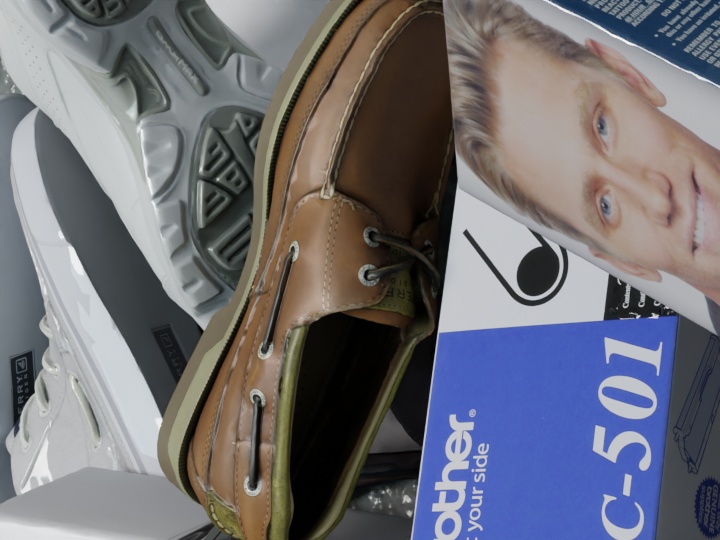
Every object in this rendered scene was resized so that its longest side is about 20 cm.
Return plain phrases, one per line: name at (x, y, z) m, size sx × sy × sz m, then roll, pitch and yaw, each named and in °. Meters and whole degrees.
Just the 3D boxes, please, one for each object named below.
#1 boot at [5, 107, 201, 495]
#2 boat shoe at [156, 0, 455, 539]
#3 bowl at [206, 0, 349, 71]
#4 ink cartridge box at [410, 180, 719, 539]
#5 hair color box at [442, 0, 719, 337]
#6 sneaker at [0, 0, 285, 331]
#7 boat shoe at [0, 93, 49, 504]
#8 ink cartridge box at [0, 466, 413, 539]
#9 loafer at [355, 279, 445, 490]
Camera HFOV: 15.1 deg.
boot at (-0.111, 0.040, 1.062) m, size 0.095 × 0.073 × 0.200 m, roll -31°, pitch 75°, yaw 31°
boat shoe at (0.000, 0.000, 0.899) m, size 0.068 × 0.072 × 0.200 m, roll 34°, pitch 111°, yaw 49°
bowl at (-0.060, -0.149, 0.959) m, size 0.200 × 0.075 × 0.200 m, roll 20°, pitch 140°, yaw 41°
ink cartridge box at (0.074, 0.013, 0.859) m, size 0.094 × 0.044 × 0.200 m, roll -5°, pitch 70°, yaw 39°
hair color box at (0.116, -0.030, 0.750) m, size 0.200 × 0.061 × 0.100 m, roll 31°, pitch 146°, yaw 32°
sneaker at (-0.073, -0.059, 0.949) m, size 0.200 × 0.078 × 0.099 m, roll 62°, pitch 159°, yaw -15°
boat shoe at (-0.158, 0.025, 1.115) m, size 0.068 × 0.072 × 0.201 m, roll 10°, pitch 109°, yaw 40°
ink cartridge box at (-0.034, 0.160, 0.960) m, size 0.200 × 0.084 × 0.145 m, roll 7°, pitch 100°, yaw 22°
loafer at (0.014, 0.044, 0.956) m, size 0.200 × 0.063 × 0.072 m, roll -23°, pitch 80°, yaw 42°
